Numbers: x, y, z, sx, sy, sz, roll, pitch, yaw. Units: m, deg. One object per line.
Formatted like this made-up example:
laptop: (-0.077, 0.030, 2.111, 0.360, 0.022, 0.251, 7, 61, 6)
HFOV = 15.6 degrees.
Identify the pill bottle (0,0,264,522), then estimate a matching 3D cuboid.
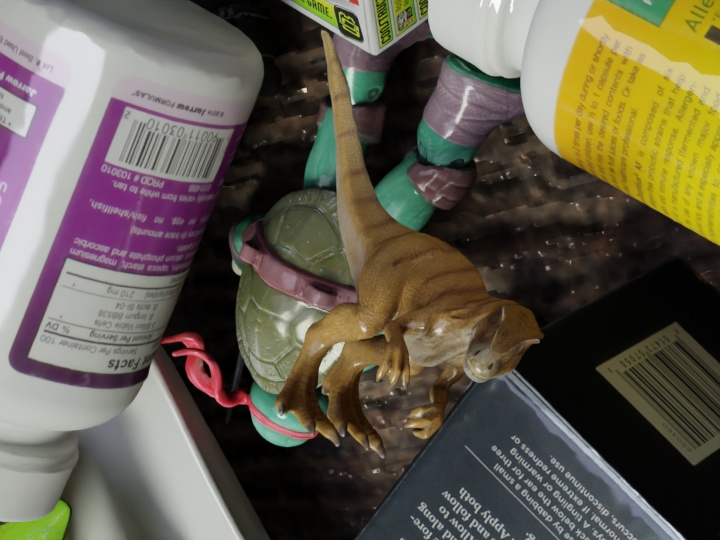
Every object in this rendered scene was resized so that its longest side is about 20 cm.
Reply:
pill bottle: (-0.121, -0.011, 1.004, 0.112, 0.112, 0.201, 29, 106, 22)

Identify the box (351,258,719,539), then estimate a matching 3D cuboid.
box: (0.069, 0.114, 0.983, 0.107, 0.148, 0.200, 45, 123, 14)

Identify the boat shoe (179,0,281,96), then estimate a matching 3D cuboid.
boat shoe: (-0.119, -0.068, 1.096, 0.200, 0.072, 0.068, -22, 91, 32)

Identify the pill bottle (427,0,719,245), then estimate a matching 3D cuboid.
pill bottle: (0.127, -0.071, 0.913, 0.200, 0.113, 0.113, 31, 118, 22)

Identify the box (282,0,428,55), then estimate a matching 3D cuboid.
box: (-0.057, -0.171, 0.997, 0.200, 0.035, 0.110, 33, 149, 35)

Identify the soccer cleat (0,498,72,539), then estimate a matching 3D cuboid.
soccer cleat: (-0.105, 0.177, 1.106, 0.067, 0.081, 0.200, 23, 150, 51)

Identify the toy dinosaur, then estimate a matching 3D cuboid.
toy dinosaur: (0.013, 0.007, 0.928, 0.106, 0.060, 0.200, -54, 34, 9)

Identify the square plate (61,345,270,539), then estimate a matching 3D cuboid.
square plate: (-0.087, 0.133, 1.132, 0.198, 0.028, 0.200, -33, 85, 54)

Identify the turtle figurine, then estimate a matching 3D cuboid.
turtle figurine: (0.000, 0.000, 1.029, 0.149, 0.101, 0.201, 29, 112, 22)
